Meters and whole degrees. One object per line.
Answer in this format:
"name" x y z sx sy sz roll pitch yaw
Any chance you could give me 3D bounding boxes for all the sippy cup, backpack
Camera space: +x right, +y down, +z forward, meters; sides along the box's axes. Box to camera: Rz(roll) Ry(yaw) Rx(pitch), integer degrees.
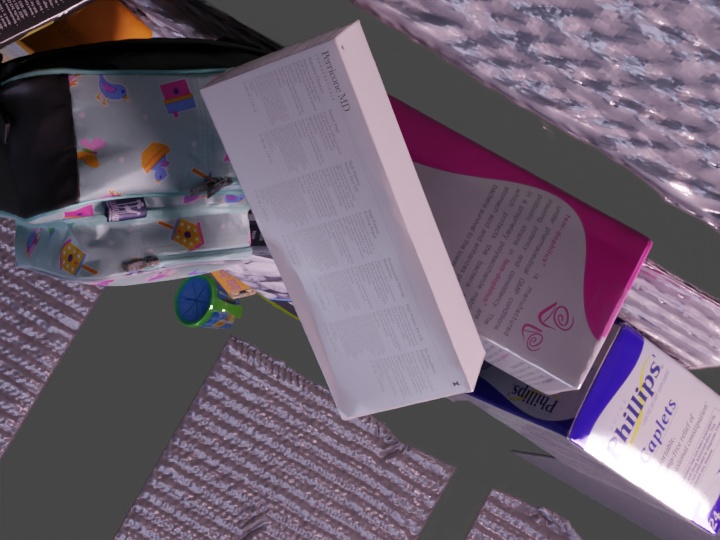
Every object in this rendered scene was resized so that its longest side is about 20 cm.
"sippy cup" -0.376 0.087 2.731 0.130 0.140 0.178 23 -155 -50
"backpack" -0.131 -0.071 0.679 0.175 0.199 0.155 4 109 58

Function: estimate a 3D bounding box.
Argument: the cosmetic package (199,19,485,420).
"cosmetic package" -0.005 -0.023 0.587 0.082 0.051 0.202 -14 109 24

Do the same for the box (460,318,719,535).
"box" 0.207 0.117 0.942 0.199 0.106 0.184 34 172 -28

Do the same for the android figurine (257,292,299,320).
"android figurine" -0.129 0.042 1.872 0.181 0.041 0.200 26 170 25

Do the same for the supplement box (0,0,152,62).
"supplement box" -0.265 -0.201 0.790 0.199 0.074 0.126 25 170 32

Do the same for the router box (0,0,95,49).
"router box" -0.198 -0.147 0.583 0.200 0.157 0.053 12 133 62

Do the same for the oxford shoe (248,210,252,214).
"oxford shoe" -0.078 -0.075 0.923 0.072 0.071 0.200 32 173 28

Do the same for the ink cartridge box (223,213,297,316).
"ink cartridge box" 0.000 0.000 0.909 0.198 0.044 0.198 -1 162 20

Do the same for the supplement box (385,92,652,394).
"supplement box" 0.062 -0.015 0.676 0.199 0.102 0.103 30 172 5

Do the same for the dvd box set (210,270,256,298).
"dvd box set" -0.134 -0.059 1.017 0.029 0.148 0.200 -13 172 -2
